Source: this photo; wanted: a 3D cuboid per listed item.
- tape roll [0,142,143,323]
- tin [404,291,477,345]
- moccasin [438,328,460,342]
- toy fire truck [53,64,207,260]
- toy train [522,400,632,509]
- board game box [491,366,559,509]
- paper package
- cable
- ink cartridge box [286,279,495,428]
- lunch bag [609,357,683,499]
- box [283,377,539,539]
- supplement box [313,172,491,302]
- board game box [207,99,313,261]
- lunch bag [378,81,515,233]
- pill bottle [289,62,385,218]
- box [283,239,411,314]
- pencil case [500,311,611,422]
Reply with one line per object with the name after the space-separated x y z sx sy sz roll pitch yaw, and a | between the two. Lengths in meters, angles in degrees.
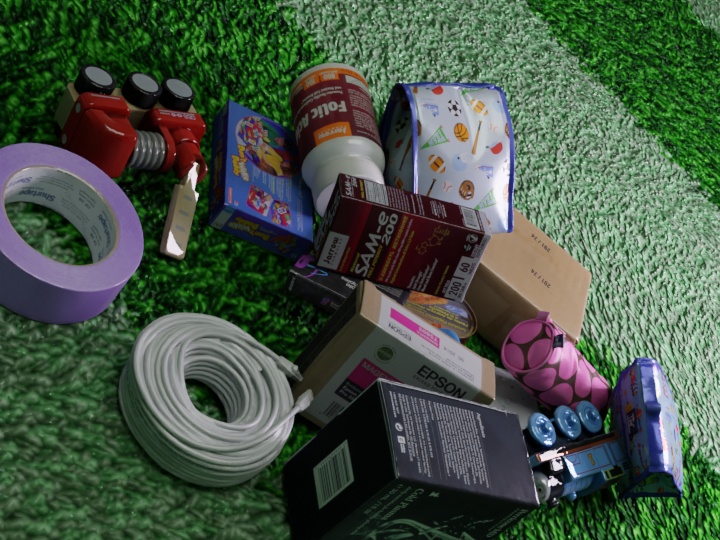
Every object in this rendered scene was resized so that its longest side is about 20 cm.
-0.341 -0.042 1.393 0.199 0.066 0.201 26 40 -24 | tape roll
0.061 0.046 1.687 0.198 0.042 0.112 23 29 -14 | tin
0.032 0.113 1.591 0.198 0.068 0.081 7 60 -21 | moccasin
-0.263 -0.128 1.525 0.175 0.129 0.201 3 43 -41 | toy fire truck
0.261 0.240 1.636 0.199 0.087 0.115 -6 65 -46 | toy train
0.161 0.206 1.662 0.198 0.026 0.201 20 43 -30 | board game box
0.225 0.022 1.836 0.199 0.104 0.191 37 36 -8 | paper package
-0.167 0.138 1.383 0.200 0.069 0.200 40 37 -4 | cable
0.034 0.134 1.489 0.199 0.165 0.075 33 28 -14 | ink cartridge box
0.389 0.211 1.694 0.093 0.200 0.152 -4 69 6 | lunch bag
0.051 0.234 1.386 0.195 0.200 0.125 15 47 -32 | box
0.051 -0.039 1.580 0.198 0.110 0.061 14 31 -13 | supplement box
-0.131 -0.121 1.684 0.134 0.045 0.201 24 42 -26 | board game box
0.115 -0.153 1.715 0.168 0.124 0.203 -4 100 -28 | lunch bag
-0.029 -0.169 1.695 0.113 0.114 0.202 16 45 -32 | pill bottle
0.000 0.000 1.627 0.142 0.036 0.200 26 30 6 | box
0.273 0.141 1.726 0.200 0.090 0.094 45 58 -44 | pencil case
